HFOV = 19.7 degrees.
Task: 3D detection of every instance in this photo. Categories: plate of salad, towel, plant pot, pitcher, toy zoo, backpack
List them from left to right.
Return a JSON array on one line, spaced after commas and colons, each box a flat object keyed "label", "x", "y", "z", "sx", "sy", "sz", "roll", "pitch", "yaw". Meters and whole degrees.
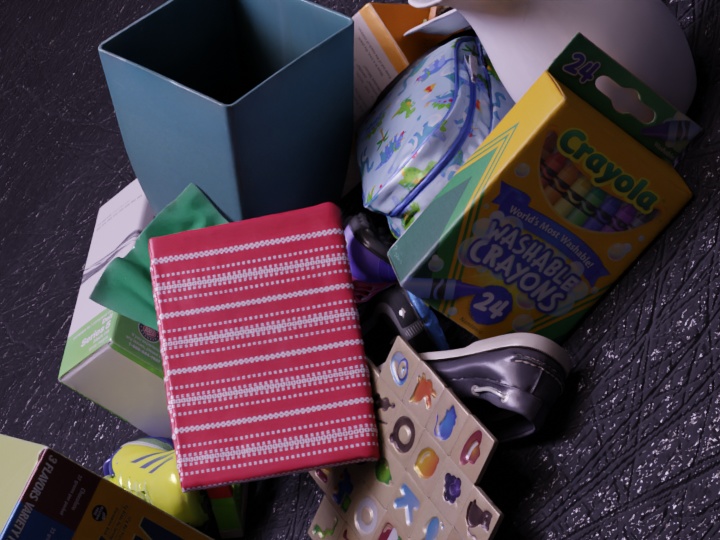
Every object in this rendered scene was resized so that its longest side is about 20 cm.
[{"label": "toy zoo", "x": -0.115, "y": 0.095, "z": 1.617, "sx": 0.020, "sy": 0.201, "sz": 0.132, "roll": -6, "pitch": 43, "yaw": 7}, {"label": "plant pot", "x": -0.094, "y": -0.098, "z": 1.601, "sx": 0.141, "sy": 0.201, "sz": 0.141, "roll": 26, "pitch": 47, "yaw": 33}, {"label": "towel", "x": -0.070, "y": 0.052, "z": 1.459, "sx": 0.143, "sy": 0.023, "sz": 0.202, "roll": -10, "pitch": 66, "yaw": 2}, {"label": "backpack", "x": 0.069, "y": -0.085, "z": 1.548, "sx": 0.163, "sy": 0.153, "sz": 0.201, "roll": -39, "pitch": 42, "yaw": 23}, {"label": "plate of salad", "x": 0.120, "y": -0.231, "z": 1.601, "sx": 0.199, "sy": 0.048, "sz": 0.200, "roll": -24, "pitch": 4, "yaw": 2}, {"label": "pitcher", "x": 0.144, "y": -0.187, "z": 1.438, "sx": 0.121, "sy": 0.200, "sz": 0.172, "roll": -23, "pitch": 36, "yaw": 50}]

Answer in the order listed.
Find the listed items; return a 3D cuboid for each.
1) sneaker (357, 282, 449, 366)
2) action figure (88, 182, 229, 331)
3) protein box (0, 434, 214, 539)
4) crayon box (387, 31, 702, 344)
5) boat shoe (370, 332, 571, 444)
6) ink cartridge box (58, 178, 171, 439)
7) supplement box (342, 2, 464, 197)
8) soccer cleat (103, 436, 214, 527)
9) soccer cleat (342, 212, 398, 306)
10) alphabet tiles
[{"label": "sneaker", "x": -0.001, "y": 0.060, "z": 1.540, "sx": 0.082, "sy": 0.071, "sz": 0.199, "roll": -30, "pitch": 5, "yaw": -31}, {"label": "action figure", "x": -0.085, "y": 0.036, "z": 1.511, "sx": 0.118, "sy": 0.199, "sz": 0.055, "roll": -50, "pitch": -19, "yaw": -14}, {"label": "protein box", "x": -0.230, "y": 0.233, "z": 1.622, "sx": 0.198, "sy": 0.199, "sz": 0.136, "roll": 3, "pitch": 63, "yaw": 61}, {"label": "crayon box", "x": 0.129, "y": -0.043, "z": 1.388, "sx": 0.200, "sy": 0.125, "sz": 0.052, "roll": -50, "pitch": 27, "yaw": 15}, {"label": "boat shoe", "x": 0.058, "y": 0.098, "z": 1.421, "sx": 0.199, "sy": 0.073, "sz": 0.063, "roll": -22, "pitch": 39, "yaw": 43}, {"label": "ink cartridge box", "x": -0.165, "y": 0.035, "z": 1.793, "sx": 0.084, "sy": 0.145, "sz": 0.201, "roll": -34, "pitch": 34, "yaw": 38}, {"label": "supplement box", "x": -0.009, "y": -0.135, "z": 1.721, "sx": 0.200, "sy": 0.126, "sz": 0.074, "roll": -41, "pitch": 75, "yaw": 30}, {"label": "soccer cleat", "x": -0.168, "y": 0.174, "z": 1.675, "sx": 0.200, "sy": 0.083, "sz": 0.065, "roll": -171, "pitch": 72, "yaw": -78}, {"label": "soccer cleat", "x": 0.000, "y": 0.000, "z": 1.592, "sx": 0.073, "sy": 0.068, "sz": 0.200, "roll": -52, "pitch": 6, "yaw": -1}, {"label": "alphabet tiles", "x": 0.026, "y": 0.149, "z": 1.403, "sx": 0.200, "sy": 0.006, "sz": 0.167, "roll": 47, "pitch": 120, "yaw": 48}]
